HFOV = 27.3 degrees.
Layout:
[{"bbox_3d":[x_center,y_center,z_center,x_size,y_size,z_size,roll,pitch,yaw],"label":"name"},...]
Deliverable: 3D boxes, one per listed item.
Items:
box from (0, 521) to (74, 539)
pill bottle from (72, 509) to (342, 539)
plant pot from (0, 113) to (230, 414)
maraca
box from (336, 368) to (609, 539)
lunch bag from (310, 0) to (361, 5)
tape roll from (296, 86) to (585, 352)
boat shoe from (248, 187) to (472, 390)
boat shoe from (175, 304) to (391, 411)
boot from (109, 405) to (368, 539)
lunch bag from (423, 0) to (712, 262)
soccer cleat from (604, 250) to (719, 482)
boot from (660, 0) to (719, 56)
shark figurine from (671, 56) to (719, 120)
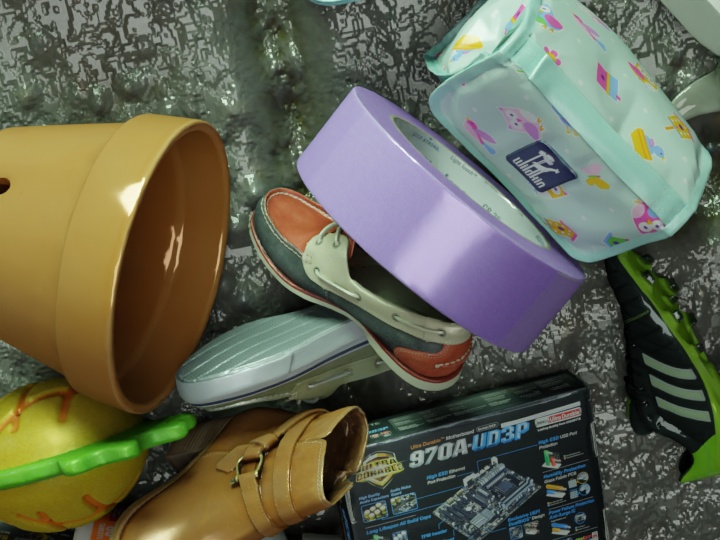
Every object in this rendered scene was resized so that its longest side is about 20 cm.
[{"bbox_3d":[-0.326,0.265,1.153,0.199,0.048,0.159,12,105,-4],"label":"box"},{"bbox_3d":[-0.115,0.239,1.116,0.198,0.110,0.110,3,106,-2],"label":"pill bottle"},{"bbox_3d":[-0.189,-0.016,1.009,0.139,0.200,0.202,12,106,12],"label":"plant pot"},{"bbox_3d":[-0.203,0.129,1.051,0.199,0.137,0.108,-13,97,43],"label":"maraca"},{"bbox_3d":[0.084,0.176,1.112,0.199,0.046,0.160,-14,106,-11],"label":"box"},{"bbox_3d":[0.021,-0.273,0.986,0.199,0.077,0.161,-17,106,4],"label":"lunch bag"},{"bbox_3d":[0.054,-0.035,0.992,0.200,0.200,0.066,37,102,-11],"label":"tape roll"},{"bbox_3d":[0.000,0.000,1.029,0.200,0.071,0.063,41,145,25],"label":"boat shoe"},{"bbox_3d":[-0.034,0.064,1.063,0.199,0.072,0.062,-20,114,-19],"label":"boat shoe"},{"bbox_3d":[-0.083,0.170,1.011,0.154,0.201,0.074,-11,132,31],"label":"boot"},{"bbox_3d":[0.133,-0.102,0.974,0.122,0.200,0.170,-43,103,10],"label":"lunch bag"},{"bbox_3d":[0.222,0.074,1.099,0.081,0.068,0.201,-28,105,20],"label":"soccer cleat"},{"bbox_3d":[0.218,-0.243,1.003,0.090,0.073,0.200,-41,90,-10],"label":"boot"},{"bbox_3d":[0.305,-0.090,1.040,0.128,0.090,0.215,-38,101,11],"label":"shark figurine"}]
